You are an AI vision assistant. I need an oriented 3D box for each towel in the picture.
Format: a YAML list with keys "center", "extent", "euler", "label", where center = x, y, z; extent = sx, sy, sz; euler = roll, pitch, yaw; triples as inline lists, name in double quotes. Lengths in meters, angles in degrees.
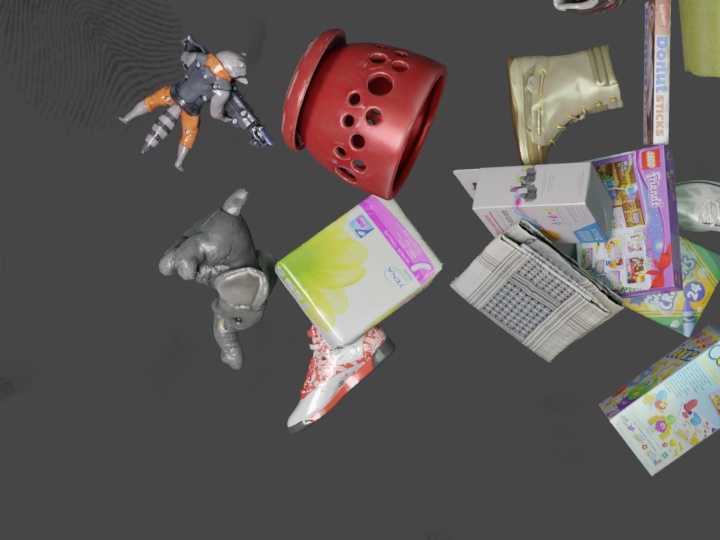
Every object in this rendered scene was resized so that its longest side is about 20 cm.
- center: [0.240, 0.035, 1.602]
  extent: [0.193, 0.200, 0.035]
  euler: [39, 53, -1]
  label: "towel"

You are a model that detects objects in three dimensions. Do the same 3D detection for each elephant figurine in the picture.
- center: [-0.177, 0.017, 1.652]
  extent: [0.200, 0.155, 0.142]
  euler: [48, 53, -13]
  label: "elephant figurine"

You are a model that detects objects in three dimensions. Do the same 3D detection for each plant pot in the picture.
- center: [0.000, -0.217, 1.572]
  extent: [0.182, 0.200, 0.201]
  euler: [22, 97, 8]
  label: "plant pot"
- center: [0.506, -0.358, 1.545]
  extent: [0.200, 0.200, 0.184]
  euler: [-1, 108, 3]
  label: "plant pot"

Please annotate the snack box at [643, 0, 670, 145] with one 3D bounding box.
- center: [0.413, -0.275, 1.603]
  extent: [0.024, 0.072, 0.200]
  euler: [0, 96, 4]
  label: "snack box"

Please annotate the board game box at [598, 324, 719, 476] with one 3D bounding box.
- center: [0.456, 0.182, 1.633]
  extent: [0.200, 0.103, 0.105]
  euler: [-37, 93, 6]
  label: "board game box"

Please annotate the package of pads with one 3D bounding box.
- center: [0.000, 0.000, 1.625]
  extent: [0.200, 0.068, 0.155]
  euler: [-36, 88, -14]
  label: "package of pads"

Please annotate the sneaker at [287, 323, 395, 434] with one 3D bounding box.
- center: [-0.055, 0.138, 1.675]
  extent: [0.201, 0.067, 0.108]
  euler: [-42, 91, 3]
  label: "sneaker"

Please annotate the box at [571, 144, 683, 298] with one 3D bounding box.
- center: [0.366, -0.062, 1.585]
  extent: [0.137, 0.039, 0.200]
  euler: [-9, 74, 34]
  label: "box"

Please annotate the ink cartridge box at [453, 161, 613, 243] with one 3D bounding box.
- center: [0.231, -0.088, 1.571]
  extent: [0.200, 0.115, 0.068]
  euler: [-1, 64, 29]
  label: "ink cartridge box"

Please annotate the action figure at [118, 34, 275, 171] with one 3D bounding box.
- center: [-0.220, -0.227, 1.629]
  extent: [0.200, 0.105, 0.193]
  euler: [44, 106, 0]
  label: "action figure"

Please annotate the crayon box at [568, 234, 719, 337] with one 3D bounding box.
- center: [0.405, -0.006, 1.643]
  extent: [0.200, 0.052, 0.126]
  euler: [26, 97, 0]
  label: "crayon box"

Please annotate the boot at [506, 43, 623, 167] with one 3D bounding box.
- center: [0.293, -0.211, 1.615]
  extent: [0.155, 0.073, 0.200]
  euler: [-8, 88, 6]
  label: "boot"

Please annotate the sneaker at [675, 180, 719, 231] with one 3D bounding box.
- center: [0.518, -0.082, 1.596]
  extent: [0.200, 0.115, 0.076]
  euler: [10, 97, 2]
  label: "sneaker"

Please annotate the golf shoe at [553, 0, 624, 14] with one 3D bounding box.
- center: [0.346, -0.393, 1.535]
  extent: [0.088, 0.200, 0.077]
  euler: [-22, 86, -34]
  label: "golf shoe"
